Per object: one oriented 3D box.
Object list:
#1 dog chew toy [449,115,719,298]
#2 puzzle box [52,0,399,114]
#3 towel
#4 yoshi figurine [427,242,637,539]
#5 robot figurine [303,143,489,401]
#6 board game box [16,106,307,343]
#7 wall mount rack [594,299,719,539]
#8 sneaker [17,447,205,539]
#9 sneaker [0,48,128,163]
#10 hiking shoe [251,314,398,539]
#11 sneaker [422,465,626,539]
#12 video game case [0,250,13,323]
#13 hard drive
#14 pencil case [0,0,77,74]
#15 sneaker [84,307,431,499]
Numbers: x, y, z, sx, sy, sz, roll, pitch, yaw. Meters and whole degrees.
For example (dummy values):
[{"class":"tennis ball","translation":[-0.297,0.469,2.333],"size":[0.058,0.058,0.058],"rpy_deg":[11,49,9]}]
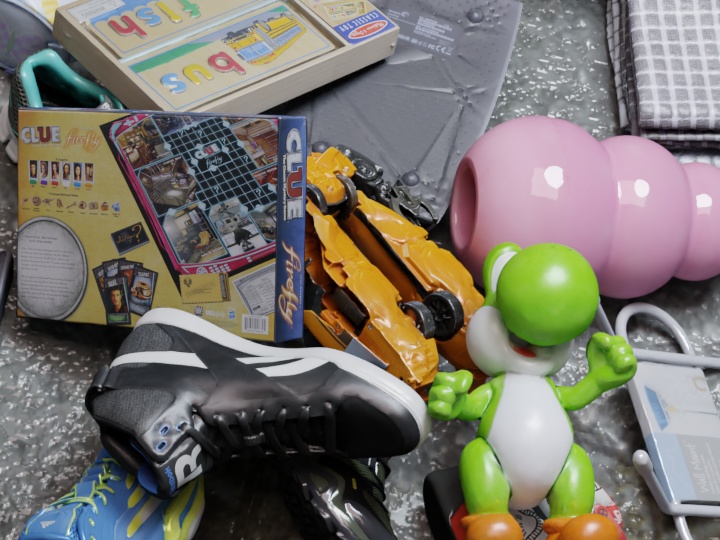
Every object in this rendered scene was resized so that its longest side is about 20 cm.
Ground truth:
[{"class":"dog chew toy","translation":[0.162,-0.036,1.497],"size":[0.199,0.125,0.125],"rpy_deg":[3,57,-14]},{"class":"puzzle box","translation":[-0.089,-0.159,1.526],"size":[0.199,0.026,0.133],"rpy_deg":[-27,57,-36]},{"class":"towel","translation":[0.261,-0.163,1.604],"size":[0.164,0.086,0.201],"rpy_deg":[0,58,-5]},{"class":"yoshi figurine","translation":[0.102,0.068,1.327],"size":[0.112,0.112,0.201],"rpy_deg":[-16,63,31]},{"class":"robot figurine","translation":[0.000,0.000,1.441],"size":[0.145,0.058,0.200],"rpy_deg":[-16,56,-43]},{"class":"board game box","translation":[-0.125,-0.031,1.412],"size":[0.199,0.035,0.136],"rpy_deg":[5,97,31]},{"class":"wall mount rack","translation":[0.200,0.087,1.420],"size":[0.173,0.075,0.201],"rpy_deg":[8,53,-35]},{"class":"sneaker","translation":[-0.148,0.149,1.343],"size":[0.075,0.105,0.201],"rpy_deg":[-3,56,18]},{"class":"sneaker","translation":[-0.164,-0.070,1.493],"size":[0.200,0.091,0.078],"rpy_deg":[37,62,16]},{"class":"hiking shoe","translation":[-0.006,0.109,1.408],"size":[0.100,0.076,0.200],"rpy_deg":[-26,63,-17]},{"class":"sneaker","translation":[0.119,0.195,1.373],"size":[0.107,0.067,0.202],"rpy_deg":[-15,58,-12]},{"class":"video game case","translation":[-0.327,0.061,1.432],"size":[0.180,0.026,0.201],"rpy_deg":[9,57,-1]},{"class":"hard drive","translation":[0.026,-0.121,1.575],"size":[0.134,0.042,0.201],"rpy_deg":[18,59,6]},{"class":"pencil case","translation":[-0.204,-0.231,1.594],"size":[0.090,0.083,0.201],"rpy_deg":[11,56,16]},{"class":"sneaker","translation":[-0.067,0.098,1.329],"size":[0.199,0.073,0.112],"rpy_deg":[14,47,23]}]
